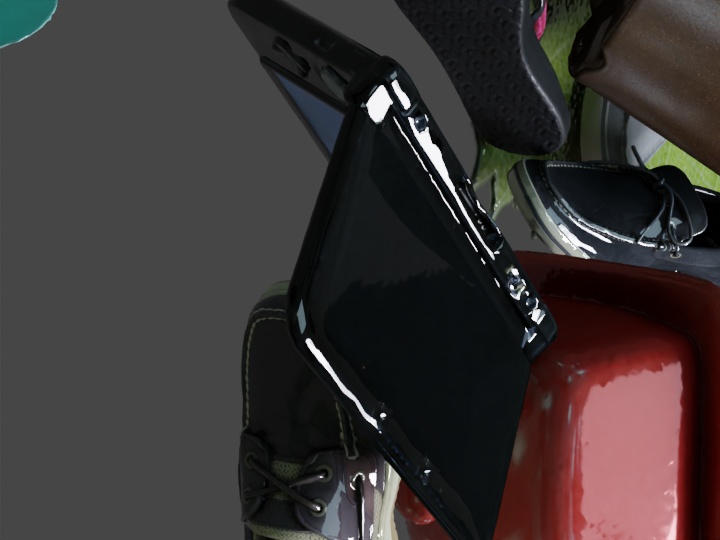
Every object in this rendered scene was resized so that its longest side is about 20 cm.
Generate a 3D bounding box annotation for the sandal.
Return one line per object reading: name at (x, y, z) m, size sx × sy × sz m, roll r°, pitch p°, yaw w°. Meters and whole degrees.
sandal at (0.066, -0.135, 0.863) m, size 0.045 × 0.075 × 0.200 m, roll -68°, pitch 151°, yaw -25°

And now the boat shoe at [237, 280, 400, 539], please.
boat shoe at (-0.023, 0.105, 0.760) m, size 0.065 × 0.072 × 0.201 m, roll -41°, pitch 134°, yaw -52°

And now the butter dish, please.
butter dish at (0.080, 0.098, 0.847) m, size 0.147 × 0.200 × 0.201 m, roll -6°, pitch 99°, yaw -33°

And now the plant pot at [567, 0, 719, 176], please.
plant pot at (0.238, -0.131, 0.945) m, size 0.201 × 0.197 × 0.200 m, roll -62°, pitch -174°, yaw 12°

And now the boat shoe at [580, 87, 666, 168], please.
boat shoe at (0.200, -0.132, 1.062) m, size 0.201 × 0.071 × 0.070 m, roll -61°, pitch 140°, yaw -31°

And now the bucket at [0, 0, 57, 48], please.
bucket at (-0.174, -0.147, 0.434) m, size 0.207 × 0.134 × 0.209 m, roll -15°, pitch 107°, yaw -56°

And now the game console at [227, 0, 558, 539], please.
game console at (0.000, 0.000, 0.731) m, size 0.116 × 0.176 × 0.200 m, roll -45°, pitch 136°, yaw -10°

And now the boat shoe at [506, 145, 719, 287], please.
boat shoe at (0.161, -0.032, 0.944) m, size 0.199 × 0.062 × 0.075 m, roll 16°, pitch 43°, yaw -39°
